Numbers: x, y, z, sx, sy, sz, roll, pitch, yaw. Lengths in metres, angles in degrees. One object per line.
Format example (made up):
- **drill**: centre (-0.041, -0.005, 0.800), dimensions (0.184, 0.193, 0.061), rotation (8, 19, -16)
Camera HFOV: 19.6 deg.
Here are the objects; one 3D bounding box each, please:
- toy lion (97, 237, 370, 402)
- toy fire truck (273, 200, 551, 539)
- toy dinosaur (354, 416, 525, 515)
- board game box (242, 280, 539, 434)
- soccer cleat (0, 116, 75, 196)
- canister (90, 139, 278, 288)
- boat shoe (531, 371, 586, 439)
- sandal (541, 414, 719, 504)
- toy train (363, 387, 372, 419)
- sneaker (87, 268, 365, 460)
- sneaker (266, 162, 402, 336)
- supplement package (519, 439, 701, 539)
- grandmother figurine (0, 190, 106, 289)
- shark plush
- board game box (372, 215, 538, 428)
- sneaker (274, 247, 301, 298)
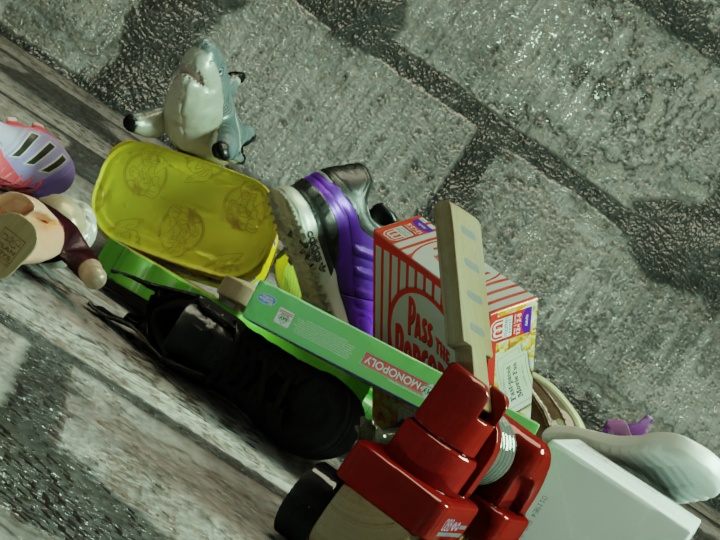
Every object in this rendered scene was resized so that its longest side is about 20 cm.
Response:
- **toy lion**: centre (-0.104, 0.039, 1.595), dimensions (0.200, 0.069, 0.192), rotation (32, -3, -41)
- **toy fire truck**: centre (0.050, 0.082, 1.167), dimensions (0.129, 0.200, 0.176), rotation (36, 4, 19)
- **toy dinosaur**: centre (0.057, 0.131, 1.329), dimensions (0.102, 0.077, 0.200), rotation (-4, 9, -41)
- **board game box**: centre (0.019, 0.067, 1.380), dimensions (0.200, 0.029, 0.135), rotation (28, -2, 3)
- **soccer cleat**: centre (-0.295, -0.092, 1.656), dimensions (0.200, 0.067, 0.077), rotation (39, 29, -54)
- **canister**: centre (-0.140, -0.039, 1.737), dimensions (0.148, 0.087, 0.200), rotation (19, -6, 1)
- **boat shoe**: centre (0.146, 0.160, 1.649), dimensions (0.075, 0.075, 0.202), rotation (15, 40, -50)
- **sandal**: centre (0.211, 0.135, 1.544), dimensions (0.082, 0.050, 0.203), rotation (45, -19, -21)
- **toy train**: centre (-0.038, 0.083, 1.732), dimensions (0.200, 0.042, 0.056), rotation (34, 13, -2)
- **sneaker**: centre (-0.090, 0.060, 1.390), dimensions (0.104, 0.060, 0.200), rotation (33, -2, -42)
- **sneaker**: centre (0.000, 0.000, 1.656), dimensions (0.070, 0.099, 0.200), rotation (39, -28, 47)
- **supplement package**: centre (0.156, 0.189, 1.424), dimensions (0.109, 0.114, 0.200), rotation (33, 3, 12)
- **grandmother figurine**: centre (-0.218, -0.027, 1.396), dimensions (0.121, 0.061, 0.200), rotation (43, 6, 2)
- **shark plush**: centre (-0.106, -0.125, 1.682), dimensions (0.091, 0.083, 0.200), rotation (16, -4, 25)
- **board game box**: centre (0.068, 0.080, 1.569), dimensions (0.046, 0.200, 0.151), rotation (-17, 33, -28)
- **sneaker**: centre (-0.004, 0.059, 1.821), dimensions (0.200, 0.078, 0.090), rotation (52, 11, -15)
